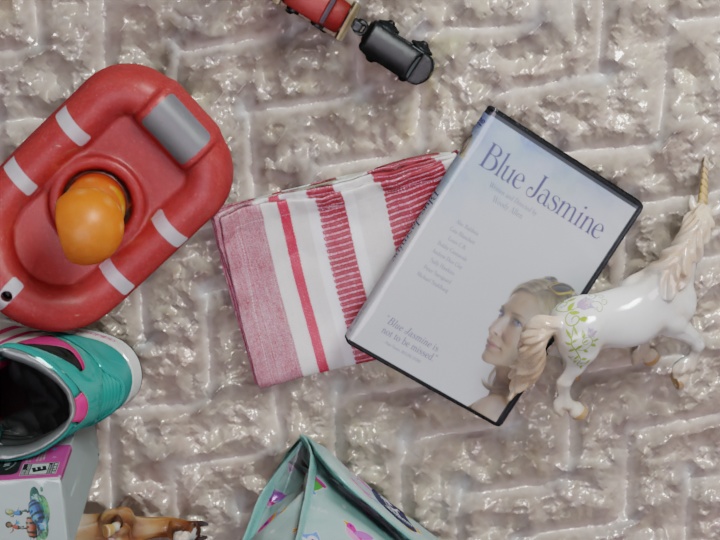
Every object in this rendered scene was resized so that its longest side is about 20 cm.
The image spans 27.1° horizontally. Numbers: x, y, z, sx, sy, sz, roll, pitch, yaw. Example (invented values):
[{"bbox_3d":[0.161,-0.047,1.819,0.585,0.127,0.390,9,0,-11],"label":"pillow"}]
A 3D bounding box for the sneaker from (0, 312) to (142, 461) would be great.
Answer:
[{"bbox_3d":[-0.267,0.081,1.059,0.197,0.121,0.085,4,102,12],"label":"sneaker"}]

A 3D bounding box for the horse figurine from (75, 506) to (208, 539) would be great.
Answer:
[{"bbox_3d":[-0.228,0.212,1.130,0.198,0.132,0.051,-16,87,12],"label":"horse figurine"}]

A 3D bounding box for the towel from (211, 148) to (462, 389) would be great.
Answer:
[{"bbox_3d":[0.000,0.000,1.106,0.197,0.023,0.146,-14,108,3],"label":"towel"}]

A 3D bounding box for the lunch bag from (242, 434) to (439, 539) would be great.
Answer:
[{"bbox_3d":[-0.006,0.230,1.092,0.170,0.201,0.122,38,125,-14],"label":"lunch bag"}]

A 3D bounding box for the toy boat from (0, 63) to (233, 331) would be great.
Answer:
[{"bbox_3d":[-0.185,-0.041,1.032,0.200,0.131,0.131,-42,104,11],"label":"toy boat"}]

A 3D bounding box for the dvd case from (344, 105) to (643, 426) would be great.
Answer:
[{"bbox_3d":[0.098,0.001,1.094,0.142,0.018,0.201,29,100,-17],"label":"dvd case"}]

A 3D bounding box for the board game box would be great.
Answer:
[{"bbox_3d":[-0.300,0.149,1.082,0.197,0.148,0.065,-5,109,0],"label":"board game box"}]

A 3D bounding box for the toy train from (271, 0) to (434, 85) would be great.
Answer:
[{"bbox_3d":[-0.034,-0.186,1.032,0.199,0.046,0.034,30,105,-10],"label":"toy train"}]

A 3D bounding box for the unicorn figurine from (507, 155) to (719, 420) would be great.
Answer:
[{"bbox_3d":[0.199,0.030,1.082,0.199,0.074,0.138,-29,136,-21],"label":"unicorn figurine"}]
